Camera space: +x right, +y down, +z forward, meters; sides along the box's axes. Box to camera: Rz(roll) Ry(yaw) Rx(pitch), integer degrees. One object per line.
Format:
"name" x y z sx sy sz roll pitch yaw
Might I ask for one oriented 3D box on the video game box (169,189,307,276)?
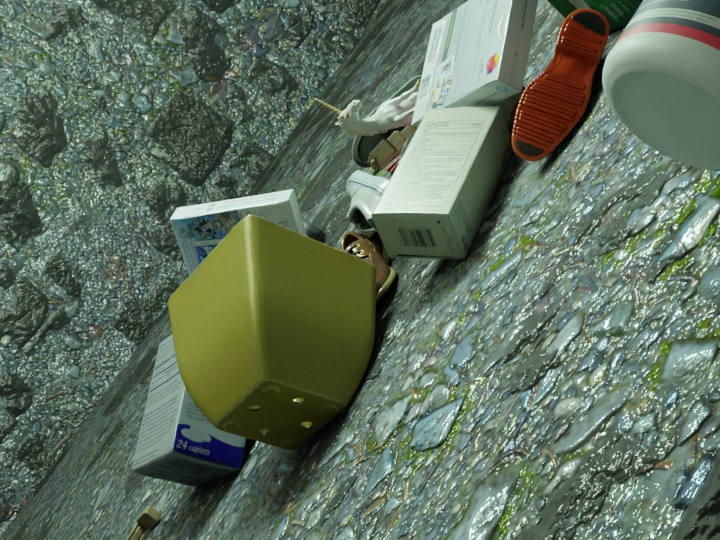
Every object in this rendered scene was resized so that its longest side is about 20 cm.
"video game box" -0.158 -0.008 1.696 0.182 0.201 0.047 -9 27 12

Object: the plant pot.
"plant pot" -0.102 0.094 1.394 0.195 0.194 0.200 -42 39 36

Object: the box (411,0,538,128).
"box" 0.143 -0.272 1.480 0.200 0.041 0.156 -22 52 61

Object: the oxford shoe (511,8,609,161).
"oxford shoe" 0.230 -0.199 1.339 0.200 0.071 0.073 -59 -14 -18

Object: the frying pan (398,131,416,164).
"frying pan" 0.090 -0.168 1.651 0.115 0.031 0.190 79 -153 -46

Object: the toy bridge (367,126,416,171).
"toy bridge" 0.043 -0.184 1.824 0.067 0.027 0.200 -45 0 21

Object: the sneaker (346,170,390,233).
"sneaker" 0.007 -0.091 1.618 0.071 0.073 0.200 -52 11 -5

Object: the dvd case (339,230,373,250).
"dvd case" 0.021 -0.073 1.770 0.200 0.016 0.149 -48 5 22

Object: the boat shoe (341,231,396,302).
"boat shoe" 0.000 0.000 1.558 0.072 0.068 0.200 -49 13 13

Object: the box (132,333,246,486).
"box" -0.227 0.185 1.646 0.184 0.105 0.201 -31 45 57

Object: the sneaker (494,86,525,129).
"sneaker" 0.146 -0.159 1.517 0.200 0.070 0.094 -40 35 38

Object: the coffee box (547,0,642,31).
"coffee box" 0.282 -0.342 1.379 0.044 0.123 0.200 -51 11 -9

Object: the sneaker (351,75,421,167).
"sneaker" 0.058 -0.259 2.047 0.200 0.075 0.106 -50 10 7

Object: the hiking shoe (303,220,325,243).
"hiking shoe" -0.121 -0.013 2.056 0.200 0.076 0.101 -50 17 57

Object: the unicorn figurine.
"unicorn figurine" 0.056 -0.240 1.737 0.137 0.074 0.200 -28 -19 38

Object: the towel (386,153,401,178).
"towel" 0.115 -0.212 1.766 0.200 0.022 0.145 -46 0 9

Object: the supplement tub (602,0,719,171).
"supplement tub" 0.286 -0.189 0.887 0.200 0.140 0.140 -56 13 -15

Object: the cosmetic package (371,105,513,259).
"cosmetic package" 0.101 -0.106 1.393 0.105 0.071 0.200 3 45 30

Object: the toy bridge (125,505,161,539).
"toy bridge" -0.349 0.434 1.702 0.067 0.027 0.200 -46 14 38
